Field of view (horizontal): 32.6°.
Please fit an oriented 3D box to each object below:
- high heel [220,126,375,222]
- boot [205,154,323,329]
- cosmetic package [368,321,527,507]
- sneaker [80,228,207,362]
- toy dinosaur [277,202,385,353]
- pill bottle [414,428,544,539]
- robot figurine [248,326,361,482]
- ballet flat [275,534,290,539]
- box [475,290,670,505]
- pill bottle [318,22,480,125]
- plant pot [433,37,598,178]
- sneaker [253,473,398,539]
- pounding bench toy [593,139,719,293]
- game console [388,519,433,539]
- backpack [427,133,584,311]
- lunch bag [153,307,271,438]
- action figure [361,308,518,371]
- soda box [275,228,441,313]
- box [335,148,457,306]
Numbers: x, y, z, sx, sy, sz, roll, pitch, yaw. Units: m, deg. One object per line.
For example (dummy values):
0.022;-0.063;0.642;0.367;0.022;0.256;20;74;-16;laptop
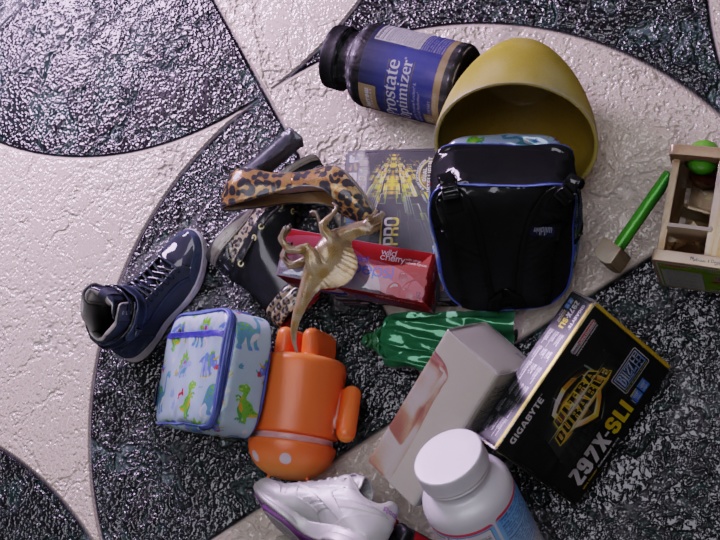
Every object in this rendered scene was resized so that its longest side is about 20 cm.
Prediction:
-0.079;-0.080;1.566;0.142;0.072;0.200;-43;64;-13;high heel
-0.089;-0.037;1.635;0.203;0.073;0.154;-44;73;-1;boot
0.107;0.169;1.455;0.087;0.103;0.201;41;113;26;cosmetic package
-0.290;0.020;1.648;0.076;0.146;0.204;28;85;25;sneaker
-0.054;-0.009;1.481;0.101;0.058;0.201;36;89;19;toy dinosaur
0.135;0.278;1.390;0.108;0.201;0.109;-20;31;13;pill bottle
-0.078;0.175;1.546;0.142;0.117;0.203;10;78;-11;robot figurine
-0.101;0.368;1.524;0.199;0.072;0.073;-32;68;10;ballet flat
0.247;0.149;1.416;0.201;0.159;0.049;-55;34;-1;box
0.050;-0.261;1.616;0.198;0.112;0.113;17;82;23;pill bottle
0.196;-0.202;1.524;0.197;0.201;0.143;-5;47;18;plant pot
-0.039;0.281;1.455;0.198;0.075;0.100;18;61;36;sneaker
0.383;-0.069;1.440;0.197;0.124;0.158;8;79;21;pounding bench toy
0.007;0.390;1.481;0.202;0.171;0.118;-60;28;-3;game console
0.176;-0.059;1.466;0.180;0.202;0.148;-1;40;10;backpack
-0.190;0.127;1.569;0.199;0.082;0.163;-5;72;60;lunch bag
0.096;0.093;1.539;0.197;0.055;0.120;4;80;17;action figure
0.000;0.000;1.532;0.197;0.070;0.064;10;79;17;soda box
0.054;-0.056;1.595;0.159;0.049;0.203;1;78;21;box
